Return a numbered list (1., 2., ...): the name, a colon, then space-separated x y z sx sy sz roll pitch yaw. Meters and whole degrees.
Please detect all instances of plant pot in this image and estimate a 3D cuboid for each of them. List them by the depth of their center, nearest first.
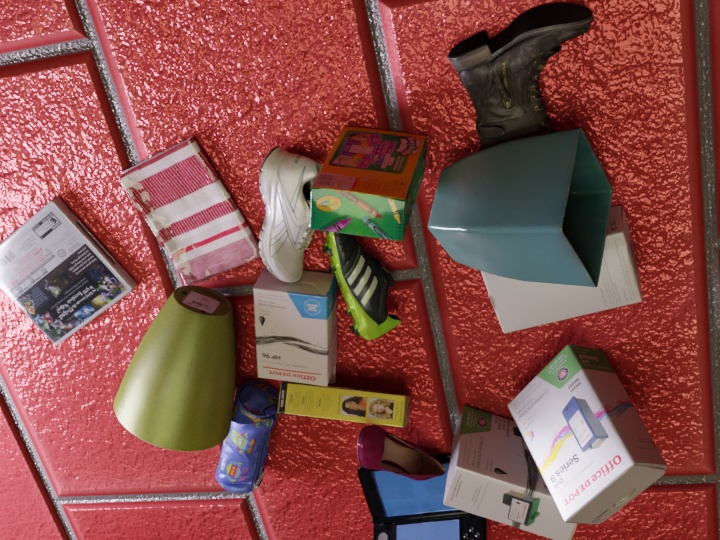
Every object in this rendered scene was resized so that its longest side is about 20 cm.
1. plant pot: 0.197 -0.074 1.214 0.197 0.144 0.141 -1 151 34
2. plant pot: -0.261 0.134 1.453 0.184 0.188 0.203 20 111 1

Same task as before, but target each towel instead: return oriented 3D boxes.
1. towel: -0.248 -0.081 1.403 0.142 0.023 0.202 -21 113 22

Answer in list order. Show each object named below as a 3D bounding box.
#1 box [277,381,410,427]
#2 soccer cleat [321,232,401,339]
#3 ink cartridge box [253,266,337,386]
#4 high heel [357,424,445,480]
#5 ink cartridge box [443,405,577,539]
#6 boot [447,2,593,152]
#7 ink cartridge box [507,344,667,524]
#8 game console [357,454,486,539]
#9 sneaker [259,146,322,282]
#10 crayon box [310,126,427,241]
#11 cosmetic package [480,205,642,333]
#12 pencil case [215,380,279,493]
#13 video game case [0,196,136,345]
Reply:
1. box: -0.024 0.206 1.481 0.195 0.075 0.051 4 84 9
2. soccer cleat: 0.000 0.000 1.374 0.080 0.067 0.204 -22 106 -11
3. ink cartridge box: -0.096 0.102 1.447 0.113 0.068 0.204 6 121 10
4. high heel: 0.063 0.280 1.464 0.094 0.069 0.200 4 166 23
5. ink cartridge box: 0.234 0.305 1.443 0.196 0.147 0.086 16 122 2
6. boot: 0.214 -0.224 1.194 0.197 0.070 0.176 -15 121 25
7. ink cartridge box: 0.314 0.230 1.342 0.086 0.202 0.146 11 132 -38
8. game console: 0.097 0.410 1.557 0.196 0.175 0.119 -10 144 19
9. sneaker: -0.092 -0.069 1.335 0.085 0.075 0.204 13 124 19
10. crayon box: 0.014 -0.115 1.215 0.116 0.201 0.059 8 121 8
11. cosmetic package: 0.270 0.000 1.296 0.196 0.082 0.115 -12 116 21
12. pencil case: -0.181 0.278 1.562 0.086 0.077 0.203 35 127 26
13. video game case: -0.477 0.005 1.507 0.198 0.023 0.183 -32 108 26
